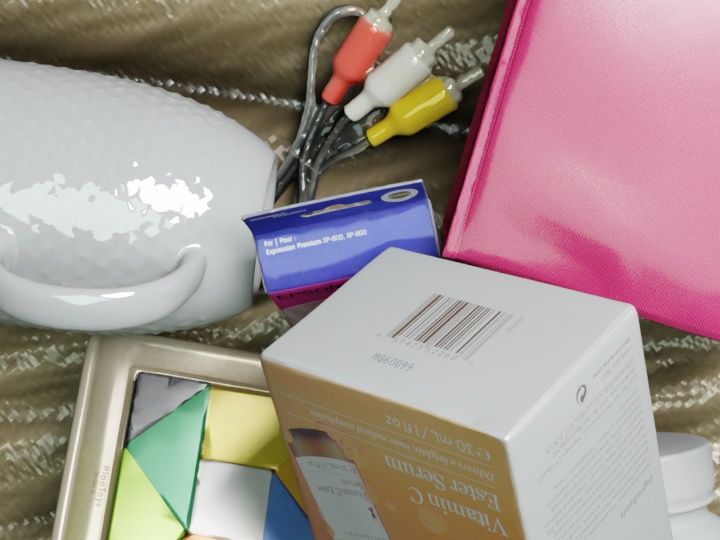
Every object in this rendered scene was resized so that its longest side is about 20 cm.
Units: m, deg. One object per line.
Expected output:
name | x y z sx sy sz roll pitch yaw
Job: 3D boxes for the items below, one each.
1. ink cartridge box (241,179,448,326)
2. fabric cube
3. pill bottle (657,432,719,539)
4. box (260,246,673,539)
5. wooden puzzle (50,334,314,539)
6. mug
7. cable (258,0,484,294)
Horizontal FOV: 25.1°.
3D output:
ink cartridge box | 0.000 0.000 0.889 0.094 0.200 0.037 -12 73 5
fabric cube | 0.164 -0.081 0.872 0.198 0.200 0.197 17 98 1
pill bottle | 0.166 0.202 0.947 0.112 0.113 0.201 -6 93 3
box | 0.059 0.110 0.793 0.152 0.106 0.201 14 130 40
wooden puzzle | -0.073 0.134 0.936 0.199 0.037 0.186 12 70 -12
mug | -0.141 -0.024 0.891 0.174 0.200 0.148 8 117 0
cable | -0.024 -0.078 0.954 0.097 0.050 0.200 43 97 1
